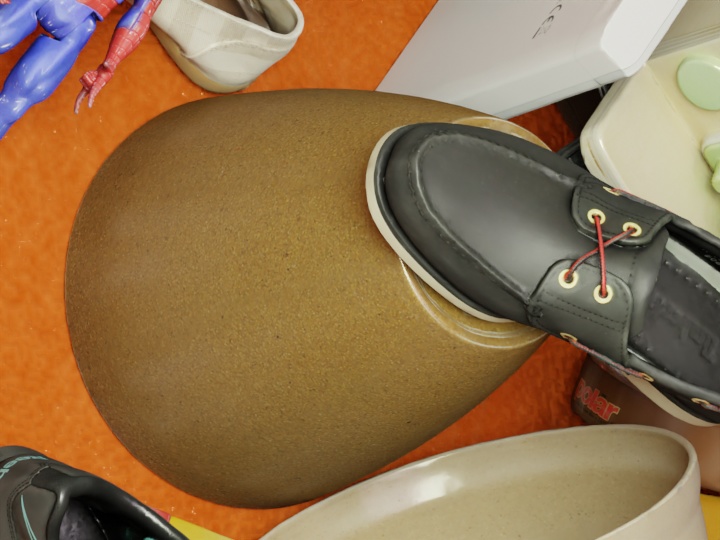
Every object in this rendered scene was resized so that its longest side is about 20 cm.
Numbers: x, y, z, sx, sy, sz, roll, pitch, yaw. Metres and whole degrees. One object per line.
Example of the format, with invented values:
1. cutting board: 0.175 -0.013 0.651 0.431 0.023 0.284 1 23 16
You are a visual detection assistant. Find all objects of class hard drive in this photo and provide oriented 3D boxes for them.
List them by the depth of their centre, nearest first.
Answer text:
1. hard drive: 0.085 -0.118 1.252 0.027 0.200 0.132 44 63 -18

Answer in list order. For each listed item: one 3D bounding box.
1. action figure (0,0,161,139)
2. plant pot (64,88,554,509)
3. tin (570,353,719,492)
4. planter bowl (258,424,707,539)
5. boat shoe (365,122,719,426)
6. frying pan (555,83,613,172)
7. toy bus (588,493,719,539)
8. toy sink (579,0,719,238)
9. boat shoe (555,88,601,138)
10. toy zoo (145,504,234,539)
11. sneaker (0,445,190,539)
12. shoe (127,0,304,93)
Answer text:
1. action figure: -0.130 -0.102 1.174 0.200 0.052 0.065 -46 105 -11
2. plant pot: 0.000 0.000 1.181 0.186 0.200 0.187 5 79 -30
3. tin: 0.191 0.078 1.337 0.199 0.112 0.042 14 100 -28
4. planter bowl: 0.061 0.163 1.186 0.200 0.200 0.135 -24 104 -32
5. boat shoe: 0.094 -0.002 1.086 0.201 0.063 0.074 30 70 -22
6. frying pan: 0.126 -0.089 1.284 0.190 0.031 0.116 -11 86 -44
7. toy bus: 0.177 0.144 1.335 0.199 0.078 0.065 11 79 -30
8. toy sink: 0.208 -0.079 1.256 0.131 0.112 0.200 54 49 -19
9. boat shoe: 0.141 -0.083 1.367 0.075 0.074 0.203 -15 89 -54
10. toy zoo: -0.108 0.163 1.191 0.199 0.020 0.132 24 70 -27
11. sneaker: -0.085 0.153 1.149 0.200 0.079 0.075 48 60 -18
12. shoe: -0.103 -0.159 1.230 0.200 0.053 0.070 43 63 -19
